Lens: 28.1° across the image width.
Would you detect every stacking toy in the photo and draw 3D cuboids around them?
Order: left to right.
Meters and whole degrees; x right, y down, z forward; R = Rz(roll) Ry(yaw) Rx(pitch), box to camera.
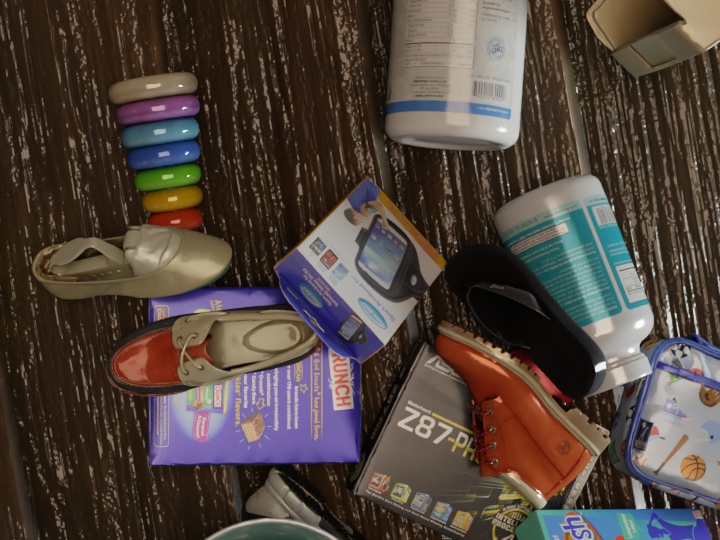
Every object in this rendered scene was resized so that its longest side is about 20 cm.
[{"bbox_3d":[-0.181,-0.084,1.366,0.085,0.085,0.200,-10,94,-7],"label":"stacking toy"}]

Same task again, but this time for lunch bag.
[{"bbox_3d":[0.351,0.152,1.428,0.200,0.076,0.160,20,85,-7],"label":"lunch bag"}]

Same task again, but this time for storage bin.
[{"bbox_3d":[0.328,-0.292,1.368,0.094,0.200,0.199,42,85,-7],"label":"storage bin"}]

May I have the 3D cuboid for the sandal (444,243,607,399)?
[{"bbox_3d":[0.147,0.042,1.342,0.043,0.200,0.076,-14,133,-40],"label":"sandal"}]

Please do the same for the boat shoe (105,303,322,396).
[{"bbox_3d":[-0.133,0.071,1.300,0.200,0.063,0.071,-9,89,-5],"label":"boat shoe"}]

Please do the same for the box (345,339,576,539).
[{"bbox_3d":[0.109,0.181,1.394,0.200,0.049,0.161,27,86,-10],"label":"box"}]

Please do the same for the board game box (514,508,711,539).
[{"bbox_3d":[0.259,0.301,1.358,0.200,0.045,0.152,3,52,-27],"label":"board game box"}]

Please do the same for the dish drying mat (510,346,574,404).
[{"bbox_3d":[0.156,0.123,1.431,0.200,0.018,0.077,-34,94,-6],"label":"dish drying mat"}]

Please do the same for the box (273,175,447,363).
[{"bbox_3d":[0.000,0.000,1.335,0.119,0.200,0.041,47,122,-5],"label":"box"}]

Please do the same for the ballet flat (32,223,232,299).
[{"bbox_3d":[-0.216,-0.010,1.319,0.200,0.069,0.070,-9,90,25],"label":"ballet flat"}]

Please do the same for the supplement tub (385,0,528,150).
[{"bbox_3d":[0.093,-0.220,1.373,0.132,0.132,0.200,4,88,-7],"label":"supplement tub"}]

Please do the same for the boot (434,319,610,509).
[{"bbox_3d":[0.129,0.135,1.338,0.200,0.075,0.107,42,88,-9],"label":"boot"}]

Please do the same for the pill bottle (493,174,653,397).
[{"bbox_3d":[0.211,0.017,1.380,0.111,0.111,0.200,-19,82,-7],"label":"pill bottle"}]

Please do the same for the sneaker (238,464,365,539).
[{"bbox_3d":[-0.035,0.281,1.388,0.080,0.074,0.200,-45,90,9],"label":"sneaker"}]

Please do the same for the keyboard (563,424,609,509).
[{"bbox_3d":[0.180,0.237,1.436,0.056,0.011,0.200,28,86,-6],"label":"keyboard"}]

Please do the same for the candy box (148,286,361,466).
[{"bbox_3d":[-0.101,0.101,1.371,0.200,0.077,0.169,0,87,-6],"label":"candy box"}]

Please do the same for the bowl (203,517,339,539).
[{"bbox_3d":[-0.077,0.319,1.298,0.201,0.105,0.201,0,86,0],"label":"bowl"}]
